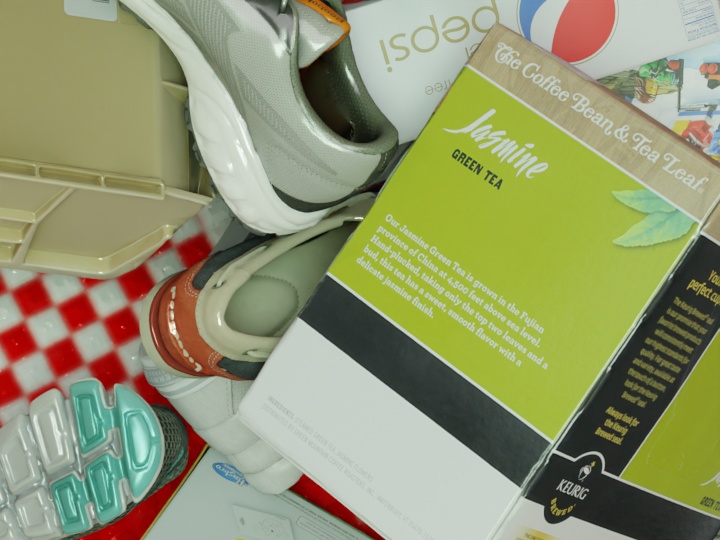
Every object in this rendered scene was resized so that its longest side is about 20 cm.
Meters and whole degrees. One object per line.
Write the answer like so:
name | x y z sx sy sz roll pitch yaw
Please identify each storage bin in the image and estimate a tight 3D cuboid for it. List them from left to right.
storage bin | -0.167 -0.114 1.141 0.198 0.094 0.200 8 66 -26

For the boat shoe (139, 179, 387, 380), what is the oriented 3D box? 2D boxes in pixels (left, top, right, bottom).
boat shoe | 0.000 0.000 1.195 0.200 0.063 0.071 -18 89 -34

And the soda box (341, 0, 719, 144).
soda box | 0.053 -0.103 1.206 0.200 0.068 0.064 -18 101 -11

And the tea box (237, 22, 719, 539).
tea box | 0.090 0.033 1.159 0.134 0.200 0.197 37 95 30

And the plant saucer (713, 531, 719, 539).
plant saucer | 0.157 0.176 1.257 0.200 0.050 0.200 1 78 -5

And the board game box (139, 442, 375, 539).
board game box | -0.047 0.177 1.179 0.153 0.040 0.200 30 38 5

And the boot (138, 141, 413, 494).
boot | -0.015 0.010 1.266 0.096 0.074 0.200 52 58 -22

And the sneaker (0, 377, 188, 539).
sneaker | -0.161 0.104 1.228 0.200 0.091 0.078 -17 84 19

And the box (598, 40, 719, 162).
box | 0.160 -0.052 1.287 0.200 0.038 0.137 12 96 -3

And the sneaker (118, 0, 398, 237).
sneaker | -0.050 -0.114 1.106 0.200 0.079 0.074 59 40 -9
